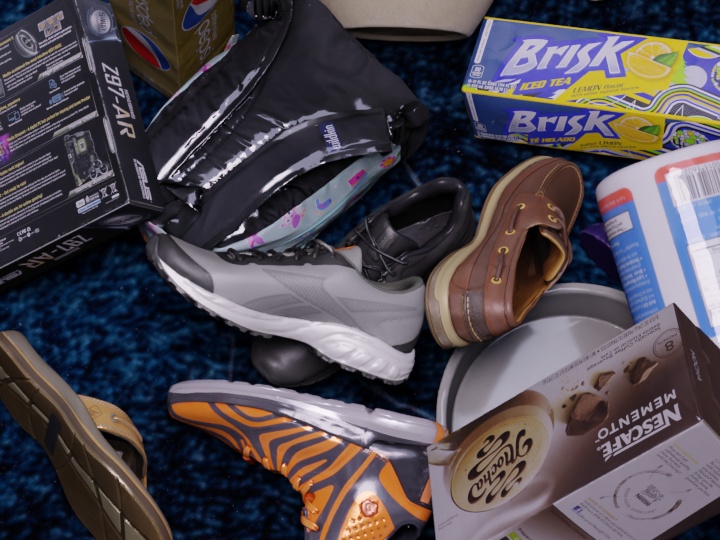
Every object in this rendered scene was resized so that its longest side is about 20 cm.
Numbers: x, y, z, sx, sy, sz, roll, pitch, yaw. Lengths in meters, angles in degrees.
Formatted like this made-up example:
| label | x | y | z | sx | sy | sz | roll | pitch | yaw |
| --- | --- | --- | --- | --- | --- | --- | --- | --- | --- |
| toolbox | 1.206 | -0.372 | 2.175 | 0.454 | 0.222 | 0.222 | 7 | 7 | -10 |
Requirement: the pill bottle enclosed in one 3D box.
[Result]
| label | x | y | z | sx | sy | sz | roll | pitch | yaw |
| --- | --- | --- | --- | --- | --- | --- | --- | --- | --- |
| pill bottle | 0.238 | 0.021 | 1.505 | 0.112 | 0.112 | 0.200 | -14 | 82 | -7 |

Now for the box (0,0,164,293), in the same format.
| label | x | y | z | sx | sy | sz | roll | pitch | yaw |
| --- | --- | --- | --- | --- | --- | --- | --- | --- | --- |
| box | -0.242 | -0.077 | 1.534 | 0.200 | 0.044 | 0.160 | -25 | 71 | 26 |

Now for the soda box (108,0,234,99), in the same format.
| label | x | y | z | sx | sy | sz | roll | pitch | yaw |
| --- | --- | --- | --- | --- | --- | --- | --- | --- | --- |
| soda box | -0.131 | -0.191 | 1.549 | 0.064 | 0.200 | 0.068 | 36 | 74 | 9 |

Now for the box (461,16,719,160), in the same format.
| label | x | y | z | sx | sy | sz | roll | pitch | yaw |
| --- | --- | --- | --- | --- | --- | --- | --- | --- | --- |
| box | 0.178 | -0.126 | 1.585 | 0.200 | 0.064 | 0.070 | 9 | 62 | 18 |

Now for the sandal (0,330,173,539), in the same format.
| label | x | y | z | sx | sy | sz | roll | pitch | yaw |
| --- | --- | --- | --- | --- | --- | --- | --- | --- | --- |
| sandal | -0.183 | 0.116 | 1.522 | 0.054 | 0.080 | 0.200 | -28 | 70 | -33 |

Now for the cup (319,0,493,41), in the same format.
| label | x | y | z | sx | sy | sz | roll | pitch | yaw |
| --- | --- | --- | --- | --- | --- | --- | --- | --- | --- |
| cup | 0.032 | -0.240 | 1.592 | 0.200 | 0.200 | 0.144 | 2 | 89 | -3 |

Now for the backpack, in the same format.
| label | x | y | z | sx | sy | sz | roll | pitch | yaw |
| --- | --- | --- | --- | --- | --- | --- | --- | --- | --- |
| backpack | -0.068 | -0.079 | 1.556 | 0.200 | 0.127 | 0.167 | -42 | 67 | -12 |

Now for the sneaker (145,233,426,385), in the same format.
| label | x | y | z | sx | sy | sz | roll | pitch | yaw |
| --- | --- | --- | --- | --- | --- | --- | --- | --- | --- |
| sneaker | -0.048 | 0.009 | 1.480 | 0.200 | 0.074 | 0.079 | 19 | 96 | -18 |

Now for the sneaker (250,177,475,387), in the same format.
| label | x | y | z | sx | sy | sz | roll | pitch | yaw |
| --- | --- | --- | --- | --- | --- | --- | --- | --- | --- |
| sneaker | 0.000 | 0.000 | 1.553 | 0.076 | 0.091 | 0.200 | 44 | 76 | 8 |

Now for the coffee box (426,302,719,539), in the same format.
| label | x | y | z | sx | sy | sz | roll | pitch | yaw |
| --- | --- | --- | --- | --- | --- | --- | --- | --- | --- |
| coffee box | 0.147 | 0.125 | 1.417 | 0.200 | 0.080 | 0.113 | -32 | 34 | 22 |

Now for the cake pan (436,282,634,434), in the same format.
| label | x | y | z | sx | sy | sz | roll | pitch | yaw |
| --- | --- | --- | --- | --- | --- | --- | --- | --- | --- |
| cake pan | 0.151 | 0.109 | 1.554 | 0.200 | 0.037 | 0.201 | 1 | 73 | -3 |

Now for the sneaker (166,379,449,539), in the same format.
| label | x | y | z | sx | sy | sz | roll | pitch | yaw |
| --- | --- | --- | --- | --- | --- | --- | --- | --- | --- |
| sneaker | -0.045 | 0.140 | 1.514 | 0.200 | 0.078 | 0.112 | 11 | 85 | 14 |

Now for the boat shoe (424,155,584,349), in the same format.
| label | x | y | z | sx | sy | sz | roll | pitch | yaw |
| --- | --- | --- | --- | --- | --- | --- | --- | --- | --- |
| boat shoe | 0.116 | -0.013 | 1.539 | 0.067 | 0.072 | 0.200 | -3 | 32 | 33 |

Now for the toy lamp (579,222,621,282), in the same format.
| label | x | y | z | sx | sy | sz | roll | pitch | yaw |
| --- | --- | --- | --- | --- | --- | --- | --- | --- | --- |
| toy lamp | 0.246 | -0.073 | 1.609 | 0.200 | 0.058 | 0.058 | -43 | 79 | -12 |
